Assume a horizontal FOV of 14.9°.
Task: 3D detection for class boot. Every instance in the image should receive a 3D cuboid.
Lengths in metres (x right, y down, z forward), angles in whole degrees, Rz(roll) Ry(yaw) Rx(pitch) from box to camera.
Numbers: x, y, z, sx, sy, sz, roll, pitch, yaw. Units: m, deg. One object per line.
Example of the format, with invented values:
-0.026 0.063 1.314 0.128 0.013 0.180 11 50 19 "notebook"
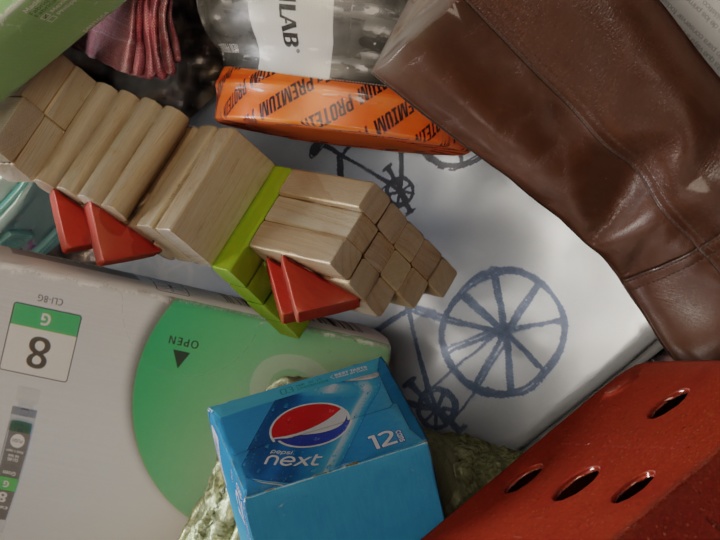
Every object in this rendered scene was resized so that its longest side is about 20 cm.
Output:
0.124 -0.066 0.924 0.186 0.064 0.200 -41 97 23 "boot"

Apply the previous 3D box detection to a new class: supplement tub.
0.006 -0.147 1.013 0.122 0.122 0.201 7 88 19 "supplement tub"

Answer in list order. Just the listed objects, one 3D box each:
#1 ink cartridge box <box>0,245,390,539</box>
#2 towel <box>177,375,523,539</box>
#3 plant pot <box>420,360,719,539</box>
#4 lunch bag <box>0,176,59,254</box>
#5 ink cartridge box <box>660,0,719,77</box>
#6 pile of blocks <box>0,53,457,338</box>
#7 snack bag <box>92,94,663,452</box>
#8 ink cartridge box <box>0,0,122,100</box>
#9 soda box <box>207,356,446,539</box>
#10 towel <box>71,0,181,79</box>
-0.090 0.103 1.048 0.161 0.050 0.201 12 94 -15 "ink cartridge box"
-0.011 0.142 1.047 0.148 0.037 0.200 18 110 -23 "towel"
0.117 0.136 0.892 0.200 0.200 0.176 -37 100 -18 "plant pot"
-0.210 -0.035 1.130 0.200 0.077 0.161 -41 77 18 "lunch bag"
0.188 -0.051 0.976 0.196 0.043 0.200 45 111 1 "ink cartridge box"
-0.066 -0.016 1.020 0.200 0.082 0.062 24 72 24 "pile of blocks"
0.000 0.000 1.090 0.189 0.021 0.200 -41 77 17 "snack bag"
-0.175 -0.147 1.028 0.145 0.048 0.200 -36 63 23 "ink cartridge box"
0.004 0.136 0.990 0.068 0.064 0.200 -17 120 -7 "soda box"
-0.078 -0.177 1.054 0.023 0.144 0.201 8 98 -17 "towel"
